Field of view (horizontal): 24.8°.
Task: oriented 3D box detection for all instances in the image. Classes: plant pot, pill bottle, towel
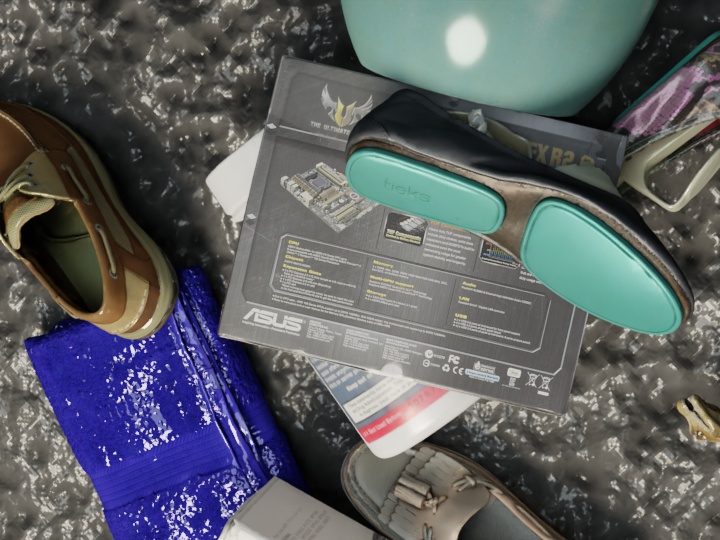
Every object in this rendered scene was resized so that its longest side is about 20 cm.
[{"bbox_3d":[0.076,-0.175,0.883,0.199,0.200,0.163,16,102,12],"label":"plant pot"},{"bbox_3d":[0.000,0.000,0.990,0.119,0.120,0.201,-36,91,20],"label":"pill bottle"},{"bbox_3d":[-0.128,0.111,1.088,0.147,0.050,0.201,-24,94,18],"label":"towel"}]

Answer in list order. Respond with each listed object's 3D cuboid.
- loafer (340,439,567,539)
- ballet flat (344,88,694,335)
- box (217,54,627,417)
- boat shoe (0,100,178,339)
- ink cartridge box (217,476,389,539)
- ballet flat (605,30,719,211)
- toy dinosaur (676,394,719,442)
[{"bbox_3d":[0.078,0.163,1.024,0.199,0.063,0.072,32,80,5],"label":"loafer"},{"bbox_3d":[0.089,-0.039,0.851,0.199,0.073,0.074,26,107,5],"label":"ballet flat"},{"bbox_3d":[0.033,-0.019,0.907,0.198,0.048,0.160,12,89,0],"label":"box"},{"bbox_3d":[-0.196,-0.038,1.043,0.200,0.074,0.076,44,107,23],"label":"boat shoe"},{"bbox_3d":[-0.009,0.244,1.019,0.199,0.085,0.147,27,111,8],"label":"ink cartridge box"},{"bbox_3d":[0.156,-0.058,0.958,0.199,0.069,0.072,-35,72,17],"label":"ballet flat"},{"bbox_3d":[0.276,0.136,0.961,0.201,0.058,0.101,52,124,9],"label":"toy dinosaur"}]
